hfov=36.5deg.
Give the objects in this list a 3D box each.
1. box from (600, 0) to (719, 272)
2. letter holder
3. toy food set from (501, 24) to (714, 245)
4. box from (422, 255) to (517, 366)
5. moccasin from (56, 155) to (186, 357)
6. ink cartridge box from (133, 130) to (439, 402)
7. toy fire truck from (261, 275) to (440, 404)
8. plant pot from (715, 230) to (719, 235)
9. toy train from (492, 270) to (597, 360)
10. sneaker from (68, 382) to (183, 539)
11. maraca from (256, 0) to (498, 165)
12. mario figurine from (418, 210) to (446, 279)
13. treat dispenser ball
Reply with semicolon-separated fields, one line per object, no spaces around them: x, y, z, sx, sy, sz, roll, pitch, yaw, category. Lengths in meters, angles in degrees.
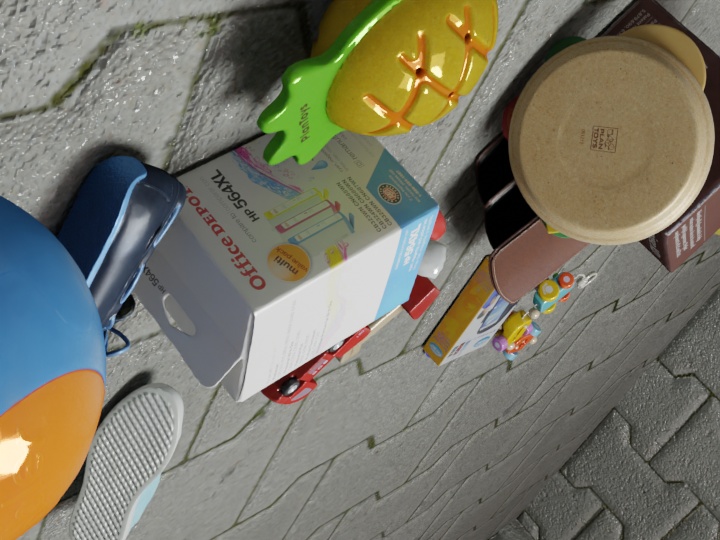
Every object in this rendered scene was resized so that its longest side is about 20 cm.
0.312;-0.139;1.140;0.164;0.200;0.166;-42;158;4;box
0.173;-0.059;1.193;0.142;0.101;0.200;-40;159;1;letter holder
0.232;-0.125;1.033;0.196;0.203;0.049;-8;-177;20;toy food set
0.164;0.053;1.471;0.118;0.041;0.201;-18;146;-47;box
-0.178;0.018;0.738;0.068;0.081;0.200;9;128;-49;moccasin
-0.063;-0.011;0.823;0.199;0.129;0.126;-30;156;-30;ink cartridge box
-0.014;0.066;1.167;0.200;0.049;0.141;-45;159;7;toy fire truck
0.540;-0.135;1.630;0.199;0.142;0.201;-36;159;-16;plant pot
0.256;0.056;1.626;0.200;0.056;0.150;-51;159;28;toy train
-0.215;0.174;1.022;0.201;0.073;0.082;-58;-176;24;sneaker
0.013;-0.141;0.737;0.199;0.107;0.137;-37;159;-13;maraca
0.000;0.000;0.974;0.199;0.123;0.107;-26;145;-30;mario figurine
-0.229;0.052;0.550;0.200;0.201;0.201;-35;158;-16;treat dispenser ball
